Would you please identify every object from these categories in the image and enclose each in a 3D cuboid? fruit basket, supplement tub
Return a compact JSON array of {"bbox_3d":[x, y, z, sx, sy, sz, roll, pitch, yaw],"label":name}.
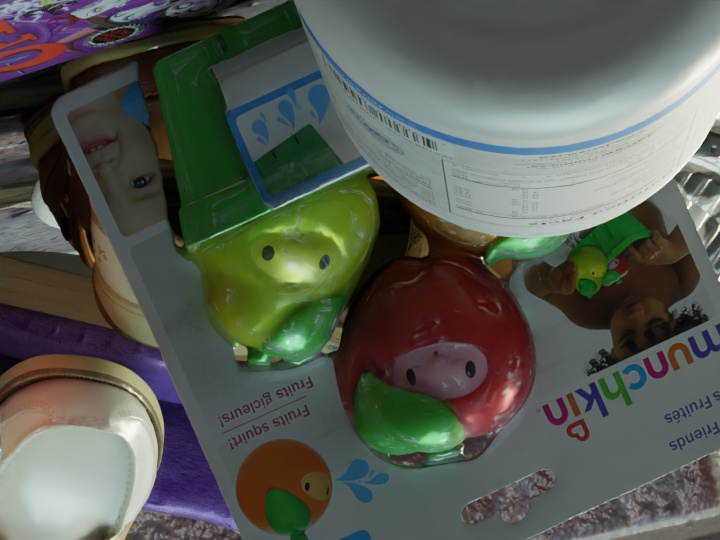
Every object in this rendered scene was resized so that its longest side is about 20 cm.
[{"bbox_3d":[0.019,-0.003,0.888,0.184,0.201,0.094,-24,177,-2],"label":"fruit basket"},{"bbox_3d":[0.046,-0.085,0.740,0.131,0.133,0.200,-14,173,2],"label":"supplement tub"}]

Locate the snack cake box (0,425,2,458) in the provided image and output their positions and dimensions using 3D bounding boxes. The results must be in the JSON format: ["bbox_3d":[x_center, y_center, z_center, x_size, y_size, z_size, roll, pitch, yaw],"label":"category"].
[{"bbox_3d":[-0.173,0.082,0.943,0.067,0.115,0.201,5,134,-14],"label":"snack cake box"}]

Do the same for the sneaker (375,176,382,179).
[{"bbox_3d":[0.092,-0.071,1.092,0.199,0.076,0.078,-12,-178,-20],"label":"sneaker"}]

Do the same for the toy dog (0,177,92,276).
[{"bbox_3d":[-0.136,-0.009,1.222,0.199,0.097,0.132,-27,171,-8],"label":"toy dog"}]

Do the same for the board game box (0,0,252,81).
[{"bbox_3d":[-0.087,-0.099,0.785,0.119,0.033,0.200,-13,172,8],"label":"board game box"}]

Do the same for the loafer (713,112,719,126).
[{"bbox_3d":[0.135,-0.097,0.990,0.070,0.075,0.200,-58,177,13],"label":"loafer"}]

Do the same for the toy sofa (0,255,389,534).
[{"bbox_3d":[-0.091,0.045,1.045,0.199,0.098,0.083,14,169,-15],"label":"toy sofa"}]

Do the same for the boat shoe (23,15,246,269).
[{"bbox_3d":[-0.080,-0.047,1.022,0.072,0.068,0.200,-11,172,-18],"label":"boat shoe"}]

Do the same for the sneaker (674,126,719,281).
[{"bbox_3d":[0.088,-0.055,1.012,0.200,0.085,0.075,35,106,-31],"label":"sneaker"}]

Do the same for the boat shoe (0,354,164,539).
[{"bbox_3d":[-0.120,0.105,1.017,0.074,0.069,0.200,10,145,-11],"label":"boat shoe"}]

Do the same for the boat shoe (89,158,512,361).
[{"bbox_3d":[0.000,0.000,0.958,0.199,0.074,0.063,3,144,3],"label":"boat shoe"}]
